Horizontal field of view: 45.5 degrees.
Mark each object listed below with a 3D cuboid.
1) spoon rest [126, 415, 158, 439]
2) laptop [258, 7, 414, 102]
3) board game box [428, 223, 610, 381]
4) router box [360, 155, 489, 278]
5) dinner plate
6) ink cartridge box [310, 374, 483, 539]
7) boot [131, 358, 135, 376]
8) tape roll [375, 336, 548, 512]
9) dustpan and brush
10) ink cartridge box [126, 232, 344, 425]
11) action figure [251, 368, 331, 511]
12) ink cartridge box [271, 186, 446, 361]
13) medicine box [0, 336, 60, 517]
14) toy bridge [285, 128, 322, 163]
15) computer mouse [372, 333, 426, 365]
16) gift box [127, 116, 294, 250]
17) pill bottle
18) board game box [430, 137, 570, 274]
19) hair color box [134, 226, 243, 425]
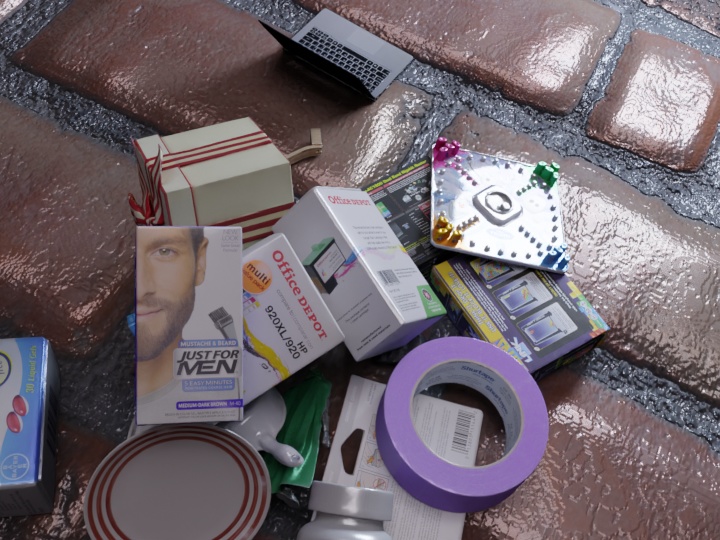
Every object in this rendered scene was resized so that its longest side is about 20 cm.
[{"bbox_3d":[-0.249,0.241,0.990,0.060,0.099,0.201,19,70,-20],"label":"spoon rest"},{"bbox_3d":[-0.033,-0.368,1.379,0.187,0.116,0.200,32,59,12],"label":"laptop"},{"bbox_3d":[0.215,0.051,1.183,0.165,0.057,0.200,-25,63,-19],"label":"board game box"},{"bbox_3d":[0.060,-0.060,1.228,0.199,0.062,0.150,-28,66,-23],"label":"router box"},{"bbox_3d":[-0.197,0.247,0.933,0.199,0.201,0.024,-9,23,-13],"label":"dinner plate"},{"bbox_3d":[0.047,0.243,1.045,0.175,0.045,0.201,16,57,2],"label":"ink cartridge box"},{"bbox_3d":[-0.187,0.093,1.091,0.097,0.075,0.200,41,60,20],"label":"boot"},{"bbox_3d":[0.120,0.183,1.032,0.199,0.066,0.201,5,58,-8],"label":"tape roll"},{"bbox_3d":[-0.127,0.189,1.009,0.139,0.200,0.057,-37,109,-26],"label":"dustpan and brush"},{"bbox_3d":[-0.148,0.068,1.004,0.200,0.145,0.148,-32,97,-14],"label":"ink cartridge box"},{"bbox_3d":[-0.076,0.195,1.041,0.118,0.055,0.200,-13,36,28],"label":"action figure"},{"bbox_3d":[0.000,0.000,1.069,0.200,0.084,0.145,57,23,13],"label":"ink cartridge box"},{"bbox_3d":[-0.456,0.183,0.980,0.199,0.103,0.183,-3,58,-11],"label":"medicine box"},{"bbox_3d":[-0.156,-0.180,1.295,0.199,0.027,0.067,-2,59,-9],"label":"toy bridge"},{"bbox_3d":[-0.010,0.089,1.148,0.199,0.034,0.059,10,78,5],"label":"computer mouse"},{"bbox_3d":[-0.201,-0.098,1.118,0.186,0.201,0.185,-18,32,-19],"label":"gift box"},{"bbox_3d":[-0.021,0.332,0.911,0.109,0.110,0.201,9,76,-2],"label":"pill bottle"},{"bbox_3d":[0.199,-0.098,1.225,0.199,0.026,0.201,11,51,-8],"label":"board game box"},{"bbox_3d":[-0.178,0.055,0.890,0.109,0.065,0.201,-1,87,-14],"label":"hair color box"}]
